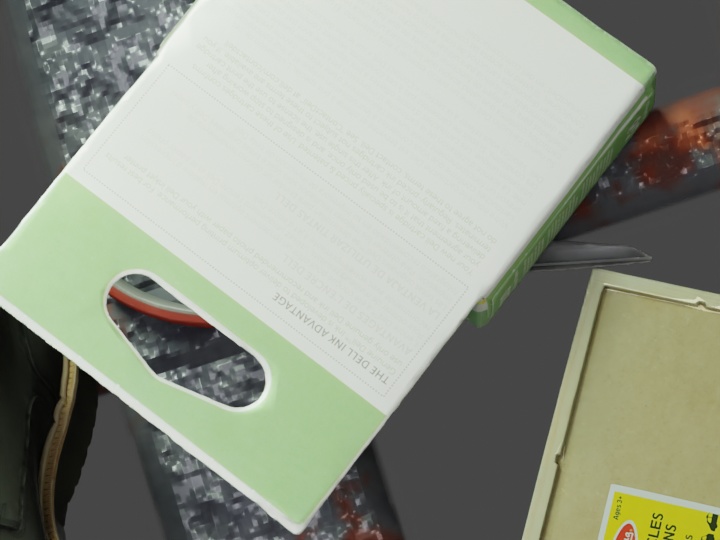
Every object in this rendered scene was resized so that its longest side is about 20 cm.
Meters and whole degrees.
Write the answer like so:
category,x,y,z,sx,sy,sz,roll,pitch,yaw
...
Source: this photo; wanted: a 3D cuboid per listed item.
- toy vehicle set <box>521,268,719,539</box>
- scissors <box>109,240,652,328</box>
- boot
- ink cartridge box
category,x,y,z,sx,sy,sz,roll,pitch,yaw
toy vehicle set,0.114,0.108,1.011,0.123,0.027,0.201,13,79,13
scissors,0.000,0.000,1.071,0.199,0.014,0.074,16,91,12
boot,-0.150,0.057,0.990,0.077,0.201,0.139,-18,130,12
ink cartridge box,-0.013,-0.028,1.027,0.145,0.048,0.200,36,81,10
